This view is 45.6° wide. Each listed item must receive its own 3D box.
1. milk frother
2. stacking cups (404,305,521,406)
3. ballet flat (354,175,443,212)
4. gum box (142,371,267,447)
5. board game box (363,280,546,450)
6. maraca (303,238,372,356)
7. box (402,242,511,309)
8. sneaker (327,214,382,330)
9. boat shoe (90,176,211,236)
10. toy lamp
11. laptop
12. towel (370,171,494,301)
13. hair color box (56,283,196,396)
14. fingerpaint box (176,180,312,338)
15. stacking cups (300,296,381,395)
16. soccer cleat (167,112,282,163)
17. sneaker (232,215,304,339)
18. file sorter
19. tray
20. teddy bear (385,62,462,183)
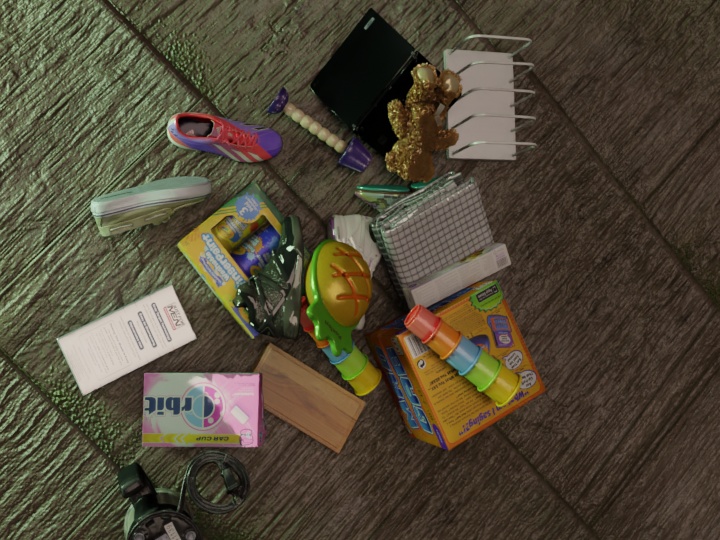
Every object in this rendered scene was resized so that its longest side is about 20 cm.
[{"bbox_3d":[-0.272,0.372,1.326,0.196,0.188,0.185,-10,90,-16],"label":"milk frother"},{"bbox_3d":[0.153,0.131,1.318,0.198,0.060,0.061,35,78,-9],"label":"stacking cups"},{"bbox_3d":[0.087,-0.125,1.532,0.196,0.069,0.073,-8,108,-17],"label":"ballet flat"},{"bbox_3d":[-0.247,0.223,1.385,0.195,0.066,0.116,1,85,-3],"label":"gum box"},{"bbox_3d":[0.154,0.156,1.456,0.197,0.200,0.203,-26,93,-16],"label":"board game box"},{"bbox_3d":[-0.038,0.040,1.363,0.137,0.106,0.203,43,39,-34],"label":"maraca"},{"bbox_3d":[0.166,0.009,1.467,0.197,0.039,0.042,-26,104,-18],"label":"box"},{"bbox_3d":[0.000,0.000,1.487,0.097,0.075,0.205,-6,88,-15],"label":"sneaker"},{"bbox_3d":[-0.340,-0.107,1.410,0.196,0.072,0.063,-13,114,-13],"label":"boat shoe"},{"bbox_3d":[-0.067,-0.242,1.495,0.198,0.058,0.059,36,78,-12],"label":"toy lamp"},{"bbox_3d":[0.045,-0.319,1.519,0.199,0.104,0.178,33,106,-34],"label":"laptop"},{"bbox_3d":[0.128,-0.060,1.500,0.198,0.085,0.168,-31,118,-15],"label":"towel"},{"bbox_3d":[-0.374,0.110,1.380,0.197,0.060,0.102,-26,94,-16],"label":"hair color box"},{"bbox_3d":[-0.182,-0.017,1.437,0.166,0.073,0.201,-39,97,-14],"label":"fingerpaint box"},{"bbox_3d":[-0.045,0.126,1.449,0.061,0.060,0.201,-47,114,-14],"label":"stacking cups"},{"bbox_3d":[-0.224,-0.225,1.439,0.196,0.073,0.070,8,84,-15],"label":"soccer cleat"},{"bbox_3d":[-0.145,0.005,1.368,0.112,0.076,0.204,6,77,-5],"label":"sneaker"},{"bbox_3d":[0.238,-0.312,1.552,0.136,0.124,0.205,0,86,-16],"label":"file sorter"},{"bbox_3d":[-0.098,0.218,1.465,0.198,0.037,0.100,33,78,-11],"label":"tray"},{"bbox_3d":[0.107,-0.258,1.487,0.142,0.067,0.204,-11,118,-26],"label":"teddy bear"}]
